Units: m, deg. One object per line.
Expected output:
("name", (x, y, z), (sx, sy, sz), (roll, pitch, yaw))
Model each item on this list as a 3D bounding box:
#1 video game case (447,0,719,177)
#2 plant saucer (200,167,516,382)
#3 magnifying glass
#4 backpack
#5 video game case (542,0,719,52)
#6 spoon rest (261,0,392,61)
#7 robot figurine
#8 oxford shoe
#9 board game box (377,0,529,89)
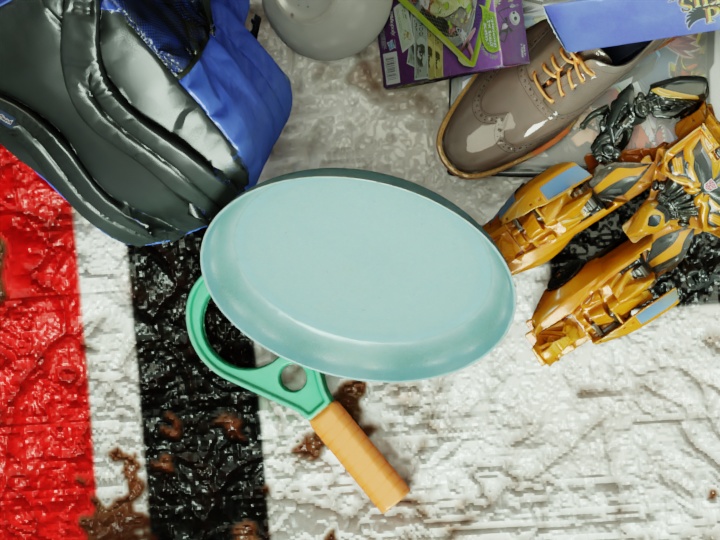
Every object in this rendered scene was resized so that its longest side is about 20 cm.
("video game case", (0.158, -0.150, 1.325), (0.199, 0.026, 0.181), (2, 93, 7))
("plant saucer", (0.000, 0.000, 1.279), (0.199, 0.200, 0.027), (7, 52, 7))
("magnifying glass", (-0.039, 0.077, 1.365), (0.080, 0.022, 0.200), (-40, 88, 8))
("backpack", (-0.136, -0.129, 1.287), (0.162, 0.168, 0.200), (-19, 122, 40))
("video game case", (0.222, -0.221, 1.217), (0.199, 0.045, 0.182), (-6, 49, 30))
("spoon rest", (-0.031, -0.237, 1.331), (0.099, 0.061, 0.201), (-5, 102, 30))
("robot figurine", (0.172, -0.030, 1.295), (0.200, 0.058, 0.145), (-35, 105, 18))
("oxford shoe", (0.126, -0.131, 1.281), (0.200, 0.073, 0.071), (-41, 87, 8))
("board game box", (0.047, -0.222, 1.299), (0.032, 0.120, 0.201), (-9, 93, -33))
